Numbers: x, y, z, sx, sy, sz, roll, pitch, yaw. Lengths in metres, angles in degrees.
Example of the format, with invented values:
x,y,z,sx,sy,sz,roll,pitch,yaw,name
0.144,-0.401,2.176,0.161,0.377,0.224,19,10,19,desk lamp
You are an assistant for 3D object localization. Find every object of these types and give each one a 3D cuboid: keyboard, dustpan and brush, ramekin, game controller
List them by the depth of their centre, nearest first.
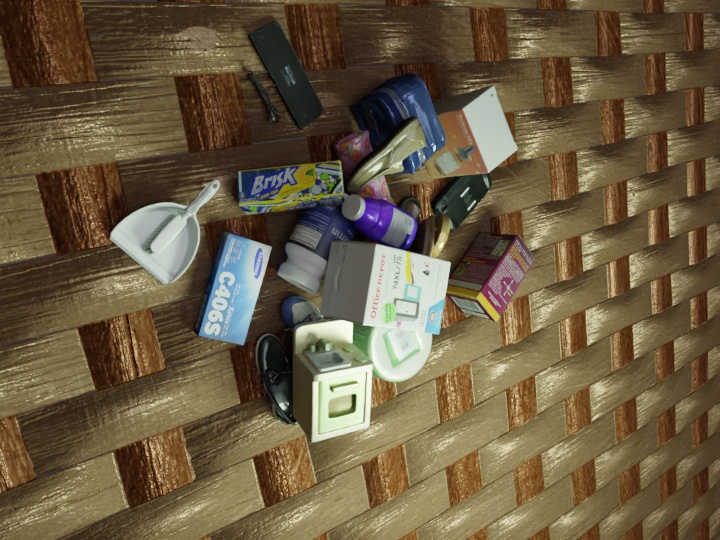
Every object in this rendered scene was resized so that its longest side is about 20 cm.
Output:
x,y,z,sx,sy,sz,roll,pitch,yaw,name
-0.328,-0.088,0.935,0.140,0.057,0.201,46,72,-27,dustpan and brush
-0.162,-0.375,1.030,0.127,0.020,0.201,-41,114,-27,keyboard
0.069,0.155,1.183,0.198,0.097,0.203,-4,97,-31,ramekin
0.259,-0.191,1.303,0.200,0.042,0.105,-47,131,-18,game controller

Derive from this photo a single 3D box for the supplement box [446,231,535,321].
x,y,z,sx,sy,sz,roll,pitch,yaw,name
0.322,0.011,1.305,0.103,0.130,0.201,45,73,-28,supplement box

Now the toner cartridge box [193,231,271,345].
x,y,z,sx,sy,sz,roll,pitch,yaw,name
-0.248,0.035,1.009,0.094,0.043,0.203,17,86,-33,toner cartridge box

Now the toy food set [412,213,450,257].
x,y,z,sx,sy,sz,roll,pitch,yaw,name
0.147,-0.030,1.167,0.048,0.198,0.203,12,93,-3,toy food set

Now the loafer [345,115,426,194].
x,y,z,sx,sy,sz,roll,pitch,yaw,name
0.052,-0.215,1.028,0.200,0.076,0.067,-41,106,17,loafer

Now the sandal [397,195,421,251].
x,y,z,sx,sy,sz,roll,pitch,yaw,name
0.103,-0.077,1.204,0.081,0.054,0.202,25,82,-31,sandal

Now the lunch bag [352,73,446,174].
x,y,z,sx,sy,sz,roll,pitch,yaw,name
0.081,-0.301,1.118,0.132,0.135,0.201,-39,115,-21,lunch bag

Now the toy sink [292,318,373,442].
x,y,z,sx,sy,sz,roll,pitch,yaw,name
-0.054,0.210,1.013,0.129,0.112,0.203,-5,108,-27,toy sink

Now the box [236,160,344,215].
x,y,z,sx,sy,sz,roll,pitch,yaw,name
-0.131,-0.156,0.986,0.197,0.064,0.071,-6,79,0,box

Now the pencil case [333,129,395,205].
x,y,z,sx,sy,sz,roll,pitch,yaw,name
0.012,-0.197,1.119,0.087,0.087,0.202,-33,111,-24,pencil case

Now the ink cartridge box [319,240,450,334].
x,y,z,sx,sy,sz,roll,pitch,yaw,name
0.048,0.033,1.006,0.198,0.145,0.149,11,88,-38,ink cartridge box

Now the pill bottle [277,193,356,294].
x,y,z,sx,sy,sz,roll,pitch,yaw,name
-0.084,-0.061,1.057,0.115,0.115,0.202,32,80,-30,pill bottle

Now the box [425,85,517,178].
x,y,z,sx,sy,sz,roll,pitch,yaw,name
0.225,-0.305,1.168,0.106,0.199,0.153,-38,112,-22,box

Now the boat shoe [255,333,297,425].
x,y,z,sx,sy,sz,roll,pitch,yaw,name
-0.164,0.230,1.068,0.074,0.066,0.202,-14,103,-29,boat shoe

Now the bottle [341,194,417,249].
x,y,z,sx,sy,sz,roll,pitch,yaw,name
0.039,-0.099,1.042,0.199,0.065,0.085,18,95,-52,bottle

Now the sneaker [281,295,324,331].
x,y,z,sx,sy,sz,roll,pitch,yaw,name
-0.085,0.133,1.094,0.075,0.088,0.201,-46,115,-17,sneaker

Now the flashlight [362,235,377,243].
x,y,z,sx,sy,sz,roll,pitch,yaw,name
0.000,0.000,1.147,0.201,0.067,0.068,-59,146,-7,flashlight
